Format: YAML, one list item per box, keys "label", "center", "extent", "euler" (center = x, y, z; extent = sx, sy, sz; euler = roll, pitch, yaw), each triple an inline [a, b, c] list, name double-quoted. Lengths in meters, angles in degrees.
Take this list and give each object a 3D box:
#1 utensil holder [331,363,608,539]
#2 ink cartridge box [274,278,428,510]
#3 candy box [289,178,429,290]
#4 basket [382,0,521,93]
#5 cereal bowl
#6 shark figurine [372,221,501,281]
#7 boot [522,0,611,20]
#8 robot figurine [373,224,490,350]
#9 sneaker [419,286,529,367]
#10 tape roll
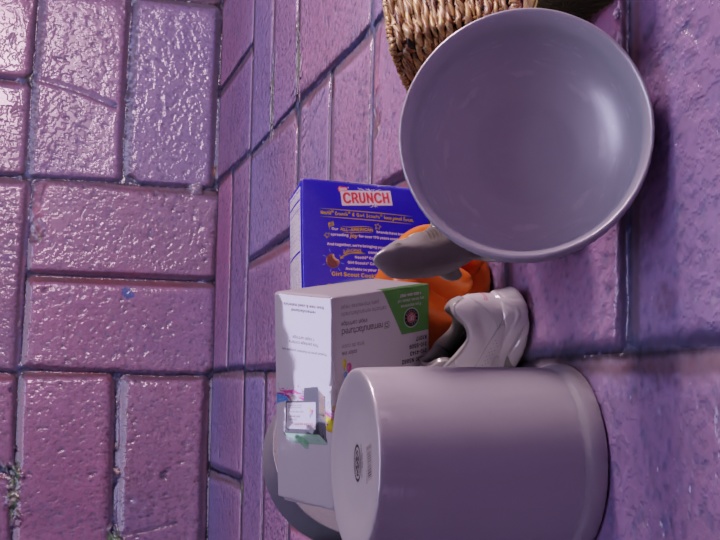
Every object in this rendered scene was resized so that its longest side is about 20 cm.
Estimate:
- label: "utensil holder"
  center: [0.087, 0.165, 0.996]
  extent: [0.170, 0.197, 0.173]
  euler: [-178, 90, -75]
- label: "ink cartridge box"
  center: [-0.006, 0.116, 1.118]
  extent: [0.083, 0.144, 0.203]
  euler: [5, 98, 42]
- label: "candy box"
  center: [0.000, 0.000, 1.388]
  extent: [0.077, 0.167, 0.203]
  euler: [144, 128, -65]
- label: "basket"
  center: [0.106, -0.288, 1.251]
  extent: [0.143, 0.147, 0.202]
  euler: [56, -158, -56]
- label: "cereal bowl"
  center: [0.131, -0.102, 0.923]
  extent: [0.083, 0.197, 0.203]
  euler: [44, -134, -80]
- label: "shark figurine"
  center: [0.118, -0.053, 1.012]
  extent: [0.215, 0.128, 0.089]
  euler: [-52, 47, -5]
- label: "boot"
  center: [0.172, -0.316, 1.014]
  extent: [0.175, 0.065, 0.203]
  euler: [134, 138, -66]
- label: "robot figurine"
  center: [0.070, 0.027, 1.239]
  extent: [0.200, 0.115, 0.145]
  euler: [120, 143, -57]
- label: "sneaker"
  center: [0.101, 0.112, 1.134]
  extent: [0.078, 0.098, 0.203]
  euler: [-141, 55, -70]
- label: "tape roll"
  center: [-0.013, 0.216, 1.341]
  extent: [0.066, 0.197, 0.203]
  euler: [123, 146, -61]
